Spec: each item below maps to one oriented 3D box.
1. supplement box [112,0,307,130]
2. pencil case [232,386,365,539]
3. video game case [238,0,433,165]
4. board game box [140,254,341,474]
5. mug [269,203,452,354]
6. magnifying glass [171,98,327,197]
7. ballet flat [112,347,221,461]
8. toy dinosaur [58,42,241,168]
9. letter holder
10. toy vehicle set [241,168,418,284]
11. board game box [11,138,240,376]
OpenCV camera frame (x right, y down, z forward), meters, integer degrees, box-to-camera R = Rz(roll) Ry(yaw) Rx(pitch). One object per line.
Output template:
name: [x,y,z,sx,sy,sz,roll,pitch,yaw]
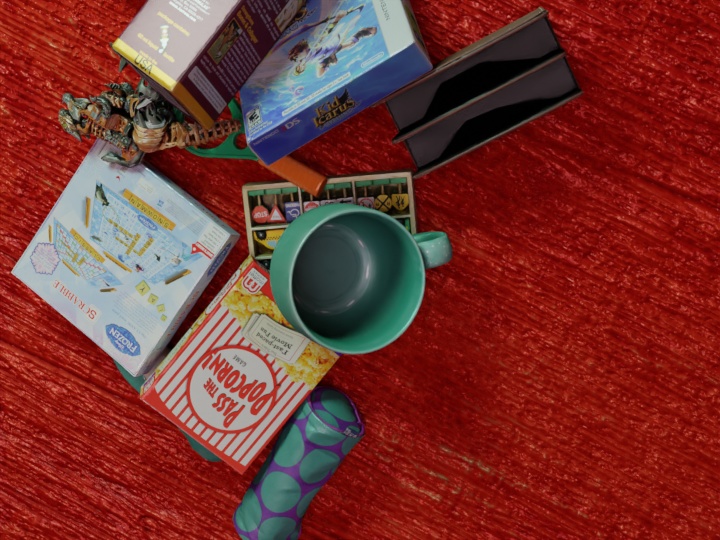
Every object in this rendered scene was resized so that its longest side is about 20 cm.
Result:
supplement box: [-0.139,-0.258,1.015,0.085,0.110,0.201,36,86,15]
pencil case: [-0.071,0.241,1.211,0.092,0.085,0.201,26,108,-19]
video game case: [-0.038,-0.228,1.049,0.198,0.183,0.045,-28,137,16]
board game box: [-0.131,0.108,1.161,0.151,0.046,0.201,39,92,-16]
mug: [-0.007,0.009,1.095,0.183,0.114,0.154,17,91,-23]
magnifying glass: [-0.126,-0.142,1.146,0.199,0.022,0.080,31,100,12]
ballet flat: [-0.214,0.144,1.216,0.200,0.067,0.070,49,142,-8]
toy dinosaur: [-0.234,-0.180,1.128,0.197,0.102,0.138,5,103,-13]
letter holder: [0.121,-0.180,1.049,0.198,0.142,0.101,-26,98,14]
toy vehicle set: [-0.032,-0.045,1.166,0.197,0.027,0.126,-4,103,10]
board game box: [-0.272,-0.019,1.172,0.199,0.041,0.200,38,98,10]
